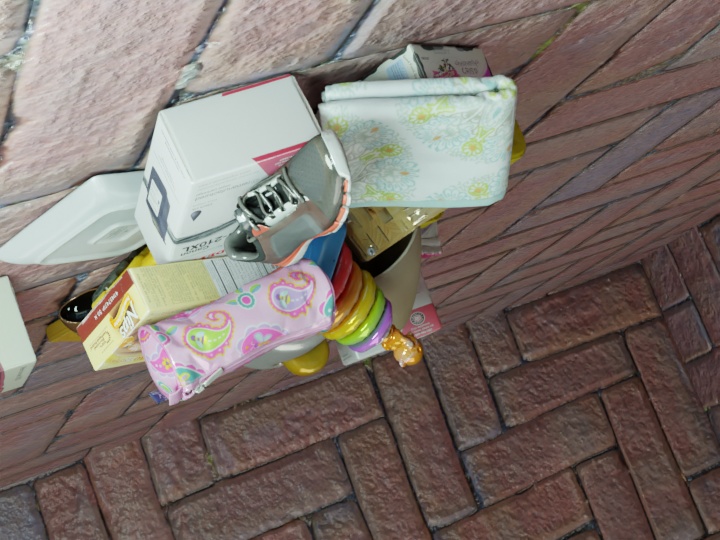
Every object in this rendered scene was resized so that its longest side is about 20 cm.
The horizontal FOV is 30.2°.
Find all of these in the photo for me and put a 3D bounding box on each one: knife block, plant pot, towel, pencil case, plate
[{"bbox_3d":[0.074,-0.109,1.523,0.199,0.064,0.176,-34,-171,21],"label":"knife block"},{"bbox_3d":[0.000,0.000,1.657,0.185,0.188,0.201,-22,143,-1],"label":"plant pot"},{"bbox_3d":[0.055,-0.125,1.345,0.197,0.049,0.172,-3,150,0],"label":"towel"},{"bbox_3d":[-0.119,0.059,1.309,0.199,0.088,0.087,-25,173,-26],"label":"pencil case"},{"bbox_3d":[-0.266,-0.053,1.450,0.199,0.033,0.199,-31,168,36],"label":"plate"}]

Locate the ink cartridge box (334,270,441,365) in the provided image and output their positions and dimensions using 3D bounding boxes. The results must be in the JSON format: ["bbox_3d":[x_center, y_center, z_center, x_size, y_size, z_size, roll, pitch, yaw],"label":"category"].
[{"bbox_3d":[0.012,0.019,1.958,0.144,0.202,0.085,-18,175,-19],"label":"ink cartridge box"}]

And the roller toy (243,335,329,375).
[{"bbox_3d":[-0.121,0.035,1.784,0.198,0.185,0.140,15,158,-18],"label":"roller toy"}]

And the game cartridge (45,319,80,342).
[{"bbox_3d":[-0.323,0.056,1.902,0.175,0.033,0.199,-27,170,24],"label":"game cartridge"}]

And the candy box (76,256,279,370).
[{"bbox_3d":[-0.180,0.040,1.380,0.199,0.056,0.115,-9,155,-48],"label":"candy box"}]

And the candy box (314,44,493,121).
[{"bbox_3d":[0.033,-0.166,1.429,0.199,0.062,0.136,-31,166,38],"label":"candy box"}]

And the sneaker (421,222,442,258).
[{"bbox_3d":[0.022,-0.068,1.890,0.198,0.089,0.081,5,174,-19],"label":"sneaker"}]

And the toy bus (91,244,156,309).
[{"bbox_3d":[-0.203,-0.005,1.576,0.192,0.135,0.200,-50,-173,17],"label":"toy bus"}]

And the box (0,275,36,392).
[{"bbox_3d":[-0.491,0.100,1.535,0.198,0.110,0.128,-17,169,-26],"label":"box"}]

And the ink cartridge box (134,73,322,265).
[{"bbox_3d":[-0.134,-0.090,1.314,0.144,0.085,0.200,-20,162,-24],"label":"ink cartridge box"}]

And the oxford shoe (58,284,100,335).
[{"bbox_3d":[-0.302,0.037,1.747,0.198,0.072,0.071,-23,165,6],"label":"oxford shoe"}]

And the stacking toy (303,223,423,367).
[{"bbox_3d":[-0.003,0.047,1.490,0.199,0.117,0.109,36,144,-28],"label":"stacking toy"}]

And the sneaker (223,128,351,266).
[{"bbox_3d":[-0.073,-0.056,1.242,0.081,0.078,0.200,-10,154,-31],"label":"sneaker"}]

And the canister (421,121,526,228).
[{"bbox_3d":[0.099,-0.129,1.707,0.148,0.087,0.199,-13,165,-44],"label":"canister"}]
